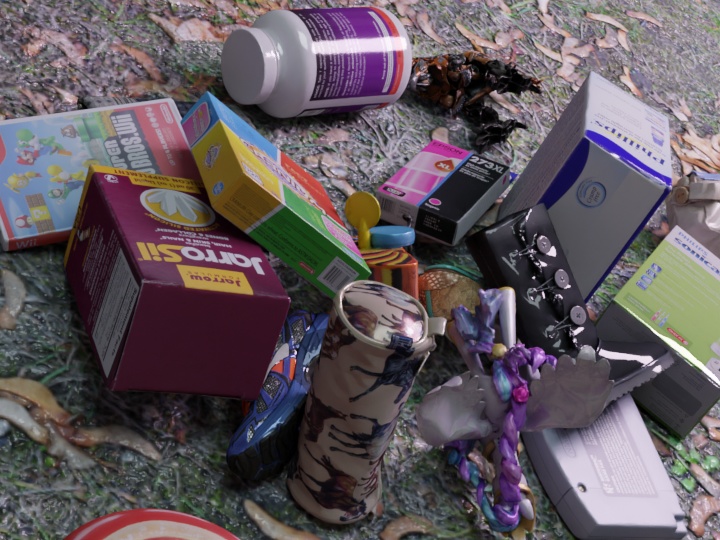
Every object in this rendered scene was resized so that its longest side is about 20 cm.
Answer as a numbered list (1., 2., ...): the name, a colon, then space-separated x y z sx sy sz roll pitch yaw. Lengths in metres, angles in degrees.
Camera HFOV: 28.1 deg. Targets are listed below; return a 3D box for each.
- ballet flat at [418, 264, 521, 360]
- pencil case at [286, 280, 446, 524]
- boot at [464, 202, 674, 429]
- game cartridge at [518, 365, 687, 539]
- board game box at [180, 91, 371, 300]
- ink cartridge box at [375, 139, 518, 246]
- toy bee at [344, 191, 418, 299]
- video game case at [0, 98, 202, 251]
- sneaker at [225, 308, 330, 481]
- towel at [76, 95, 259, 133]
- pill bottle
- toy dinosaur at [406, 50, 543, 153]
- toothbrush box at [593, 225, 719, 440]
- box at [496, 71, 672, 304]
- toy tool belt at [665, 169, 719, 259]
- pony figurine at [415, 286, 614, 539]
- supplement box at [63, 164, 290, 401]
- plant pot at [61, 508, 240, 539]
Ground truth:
1. ballet flat: 0.123 0.053 1.391 0.199 0.070 0.066 21 66 -40
2. pencil case: 0.000 0.111 1.156 0.089 0.202 0.078 21 31 7
3. boot: 0.202 0.030 1.374 0.164 0.066 0.201 -21 79 -45
4. game cartridge: 0.219 0.167 1.365 0.132 0.042 0.201 4 46 -25
5. board game box: -0.079 -0.067 1.272 0.153 0.040 0.200 38 11 -28
6. ink cartridge box: 0.096 -0.092 1.532 0.094 0.037 0.200 22 31 17
7. toy bee: 0.000 0.000 1.356 0.107 0.200 0.133 -3 81 0
8. video game case: -0.243 -0.091 1.304 0.198 0.018 0.144 -11 54 -24
9. sneaker: -0.077 0.102 1.218 0.078 0.076 0.201 17 35 7
10. towel: -0.159 -0.092 1.395 0.191 0.035 0.201 -2 47 -39
11. pill bottle: -0.048 -0.223 1.536 0.199 0.113 0.113 -10 54 -41
12. toy dinosaur: 0.137 -0.223 1.685 0.199 0.103 0.136 -24 44 -22
13. toothbrush box: 0.336 0.061 1.515 0.145 0.086 0.200 39 40 9
14. box: 0.228 -0.078 1.488 0.104 0.185 0.200 30 28 -4
15. toy tool belt: 0.439 -0.072 1.699 0.198 0.125 0.124 4 54 -31
16. pony figurine: 0.124 0.114 1.248 0.165 0.194 0.201 -6 45 -2
17. supplement box: -0.157 0.007 1.186 0.130 0.104 0.200 8 28 -29
18. plant pot: -0.141 0.262 0.907 0.199 0.183 0.201 19 38 -16
